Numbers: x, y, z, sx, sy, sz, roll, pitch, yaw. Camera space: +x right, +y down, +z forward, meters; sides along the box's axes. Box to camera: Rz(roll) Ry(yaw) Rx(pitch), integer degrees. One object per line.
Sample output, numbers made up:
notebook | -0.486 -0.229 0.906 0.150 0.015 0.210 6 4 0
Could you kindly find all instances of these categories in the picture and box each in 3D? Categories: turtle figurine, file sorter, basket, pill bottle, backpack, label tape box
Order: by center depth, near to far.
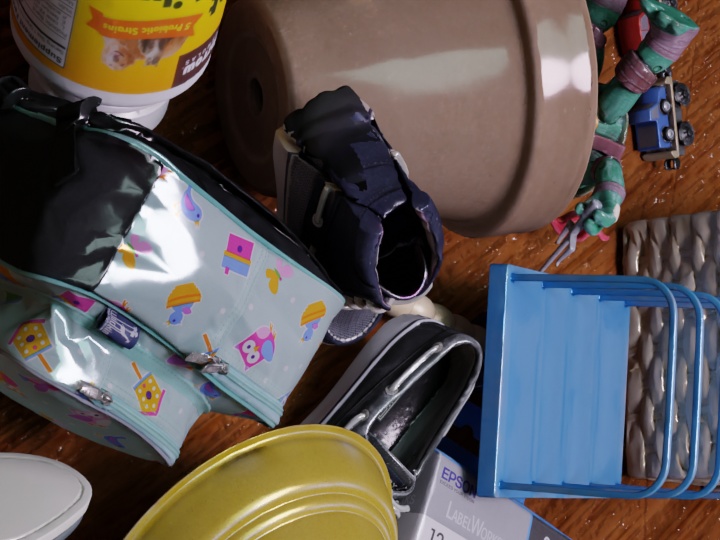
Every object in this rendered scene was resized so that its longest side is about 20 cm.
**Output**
pill bottle | -0.117 -0.160 1.015 0.108 0.201 0.110 10 48 -11
backpack | -0.116 0.010 1.018 0.199 0.175 0.155 26 83 -41
label tape box | 0.064 0.174 1.248 0.143 0.066 0.202 35 64 -36
file sorter | 0.172 0.075 1.261 0.199 0.122 0.140 11 81 -60
turtle figurine | 0.132 -0.097 1.311 0.201 0.149 0.100 -60 158 16
basket | 0.264 0.054 1.410 0.123 0.135 0.202 6 81 -39

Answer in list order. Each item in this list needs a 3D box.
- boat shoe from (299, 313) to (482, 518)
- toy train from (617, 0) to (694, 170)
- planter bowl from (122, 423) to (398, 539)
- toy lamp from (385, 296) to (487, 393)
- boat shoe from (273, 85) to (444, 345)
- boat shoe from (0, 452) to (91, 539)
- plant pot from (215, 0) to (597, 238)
boat shoe | 0.002 0.116 1.164 0.200 0.068 0.074 -50 123 -16
toy train | 0.207 -0.172 1.446 0.046 0.034 0.202 -7 90 -41
planter bowl | -0.041 0.187 1.061 0.199 0.083 0.202 -25 136 -26
toy lamp | 0.042 0.030 1.250 0.199 0.058 0.059 29 66 -36
boat shoe | 0.000 0.000 1.084 0.074 0.093 0.201 -28 147 -14
boat shoe | -0.211 0.148 0.968 0.199 0.072 0.062 -27 140 -48
plant pot | 0.014 -0.112 1.165 0.173 0.200 0.202 -8 91 -26
